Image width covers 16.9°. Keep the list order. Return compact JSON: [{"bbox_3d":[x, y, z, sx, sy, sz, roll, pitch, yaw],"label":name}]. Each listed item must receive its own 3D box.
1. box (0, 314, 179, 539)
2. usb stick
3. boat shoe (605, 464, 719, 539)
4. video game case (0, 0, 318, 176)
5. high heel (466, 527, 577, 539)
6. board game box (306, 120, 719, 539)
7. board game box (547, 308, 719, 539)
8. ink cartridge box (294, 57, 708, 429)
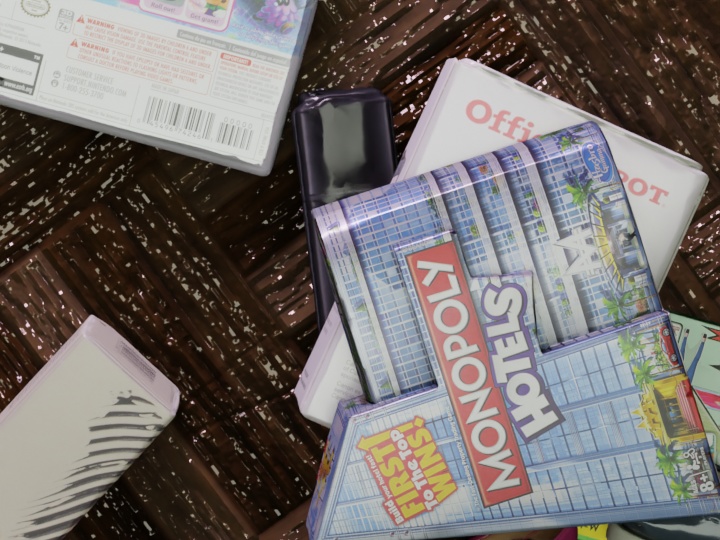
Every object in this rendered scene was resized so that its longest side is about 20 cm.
[{"bbox_3d":[-0.187,0.121,1.295,0.068,0.082,0.200,42,94,-6],"label":"box"},{"bbox_3d":[0.000,0.000,1.313,0.055,0.033,0.200,-8,95,-7],"label":"usb stick"},{"bbox_3d":[0.232,0.136,1.284,0.200,0.075,0.062,13,106,7],"label":"boat shoe"},{"bbox_3d":[-0.121,-0.163,1.299,0.200,0.024,0.182,15,95,-2],"label":"video game case"},{"bbox_3d":[0.025,0.175,1.264,0.067,0.200,0.096,47,138,29],"label":"high heel"},{"bbox_3d":[0.053,0.052,1.190,0.200,0.062,0.200,-19,96,-2],"label":"board game box"},{"bbox_3d":[0.197,0.099,1.329,0.200,0.029,0.135,15,94,-3],"label":"board game box"},{"bbox_3d":[0.071,0.009,1.260,0.147,0.086,0.200,25,92,-5],"label":"ink cartridge box"}]
